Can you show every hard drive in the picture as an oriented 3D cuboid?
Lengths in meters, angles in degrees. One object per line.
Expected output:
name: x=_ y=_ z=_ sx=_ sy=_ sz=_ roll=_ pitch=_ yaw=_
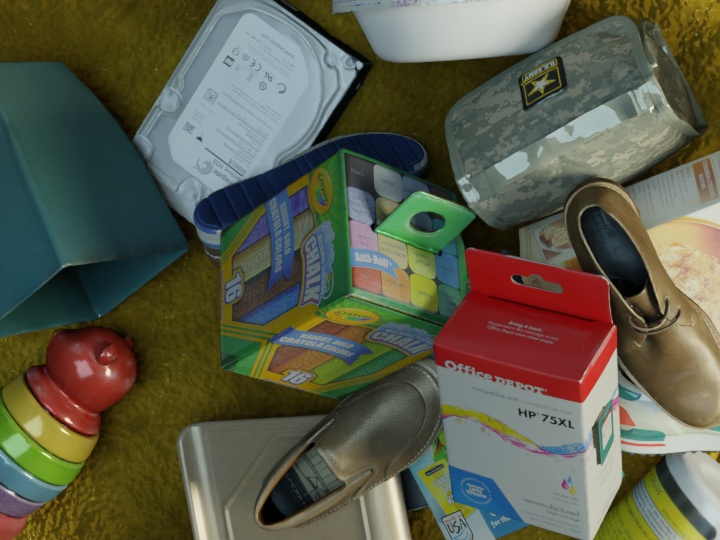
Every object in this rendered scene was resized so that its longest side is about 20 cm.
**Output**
hard drive: x=-0.100 y=-0.131 z=1.347 sx=0.140 sy=0.038 sz=0.200 roll=37 pitch=106 yaw=9

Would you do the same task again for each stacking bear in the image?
stacking bear: x=-0.279 y=0.129 z=1.398 sx=0.114 sy=0.121 sz=0.200 roll=45 pitch=99 yaw=8

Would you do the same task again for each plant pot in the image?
plant pot: x=-0.270 y=-0.069 z=1.335 sx=0.141 sy=0.141 sz=0.201 roll=-33 pitch=76 yaw=37

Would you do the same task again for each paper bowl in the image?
paper bowl: x=0.076 y=-0.213 z=1.201 sx=0.200 sy=0.201 sz=0.105 roll=-1 pitch=99 yaw=16

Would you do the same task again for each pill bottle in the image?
pill bottle: x=0.226 y=0.245 z=1.265 sx=0.114 sy=0.114 sz=0.200 roll=44 pitch=106 yaw=6

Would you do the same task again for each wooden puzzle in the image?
wooden puzzle: x=-0.051 y=0.213 z=1.352 sx=0.199 sy=0.037 sz=0.186 roll=-7 pitch=97 yaw=25

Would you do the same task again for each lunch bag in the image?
lunch bag: x=0.160 y=-0.110 z=1.191 sx=0.164 sy=0.200 sz=0.118 roll=-27 pitch=90 yaw=18

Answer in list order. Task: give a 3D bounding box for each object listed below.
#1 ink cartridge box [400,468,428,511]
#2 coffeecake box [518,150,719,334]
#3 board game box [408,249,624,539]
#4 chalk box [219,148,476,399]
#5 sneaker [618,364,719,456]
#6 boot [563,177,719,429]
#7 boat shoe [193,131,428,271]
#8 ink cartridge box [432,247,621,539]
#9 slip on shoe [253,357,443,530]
ink cartridge box: x=0.049 y=0.151 z=1.344 sx=0.199 sy=0.037 sz=0.095 roll=-18 pitch=92 yaw=15
coffeecake box: x=0.243 y=0.008 z=1.218 sx=0.199 sy=0.073 sz=0.154 roll=-22 pitch=120 yaw=17
board game box: x=0.095 y=0.108 z=1.264 sx=0.151 sy=0.047 sz=0.200 roll=-30 pitch=87 yaw=32
chalk box: x=0.000 y=0.000 z=1.192 sx=0.200 sy=0.124 sz=0.124 roll=-30 pitch=52 yaw=43
sneaker: x=0.272 y=0.082 z=1.180 sx=0.199 sy=0.070 sz=0.094 roll=-6 pitch=132 yaw=10
boot: x=0.201 y=0.033 z=1.114 sx=0.073 sy=0.075 sz=0.200 roll=-30 pitch=98 yaw=12
boat shoe: x=-0.037 y=-0.054 z=1.314 sx=0.199 sy=0.072 sz=0.073 roll=-18 pitch=135 yaw=-6
ink cartridge box: x=0.120 y=0.089 z=1.135 sx=0.116 sy=0.067 sz=0.200 roll=13 pitch=132 yaw=27
slip on shoe: x=-0.010 y=0.143 z=1.265 sx=0.200 sy=0.061 sz=0.076 roll=-37 pitch=84 yaw=26
